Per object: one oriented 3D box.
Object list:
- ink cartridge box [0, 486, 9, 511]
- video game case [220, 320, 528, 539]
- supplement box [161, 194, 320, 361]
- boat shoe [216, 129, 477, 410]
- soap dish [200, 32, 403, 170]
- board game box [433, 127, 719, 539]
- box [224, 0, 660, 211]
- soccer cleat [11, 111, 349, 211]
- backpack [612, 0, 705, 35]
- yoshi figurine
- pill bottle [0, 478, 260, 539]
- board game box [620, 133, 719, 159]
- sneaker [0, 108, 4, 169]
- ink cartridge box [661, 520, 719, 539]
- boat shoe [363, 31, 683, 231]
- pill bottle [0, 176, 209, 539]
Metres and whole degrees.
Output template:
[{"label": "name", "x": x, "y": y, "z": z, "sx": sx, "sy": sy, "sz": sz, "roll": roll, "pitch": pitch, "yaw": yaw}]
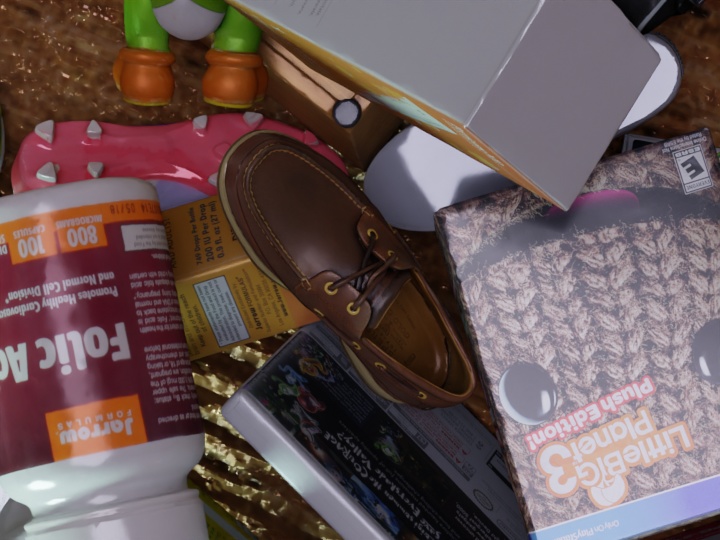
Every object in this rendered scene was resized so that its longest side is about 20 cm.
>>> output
[{"label": "ink cartridge box", "x": -0.264, "y": 0.056, "z": 1.453, "sx": 0.199, "sy": 0.047, "sz": 0.199, "roll": 16, "pitch": 94, "yaw": -1}, {"label": "video game case", "x": 0.026, "y": 0.113, "z": 1.365, "sx": 0.200, "sy": 0.182, "sz": 0.023, "roll": 46, "pitch": 116, "yaw": 0}, {"label": "supplement box", "x": -0.123, "y": 0.014, "z": 1.381, "sx": 0.199, "sy": 0.067, "sz": 0.069, "roll": -19, "pitch": 133, "yaw": 4}, {"label": "boat shoe", "x": 0.000, "y": 0.001, "z": 1.317, "sx": 0.072, "sy": 0.067, "sz": 0.200, "roll": -47, "pitch": 119, "yaw": -15}, {"label": "soap dish", "x": -0.029, "y": -0.181, "z": 1.397, "sx": 0.200, "sy": 0.081, "sz": 0.158, "roll": 38, "pitch": 96, "yaw": 1}, {"label": "board game box", "x": 0.143, "y": 0.045, "z": 1.324, "sx": 0.158, "sy": 0.097, "sz": 0.201, "roll": -18, "pitch": 83, "yaw": 2}, {"label": "box", "x": 0.034, "y": -0.131, "z": 1.245, "sx": 0.199, "sy": 0.124, "sz": 0.098, "roll": 31, "pitch": 89, "yaw": 35}, {"label": "soccer cleat", "x": -0.107, "y": -0.053, "z": 1.428, "sx": 0.198, "sy": 0.077, "sz": 0.067, "roll": 1, "pitch": 66, "yaw": -11}, {"label": "backpack", "x": 0.161, "y": -0.218, "z": 1.320, "sx": 0.150, "sy": 0.200, "sz": 0.178, "roll": 41, "pitch": 97, "yaw": 5}, {"label": "yoshi figurine", "x": -0.091, "y": -0.197, "z": 1.328, "sx": 0.112, "sy": 0.112, "sz": 0.201, "roll": 20, "pitch": 115, "yaw": 43}, {"label": "pill bottle", "x": -0.111, "y": 0.186, "z": 1.401, "sx": 0.200, "sy": 0.112, "sz": 0.112, "roll": 42, "pitch": 96, "yaw": -15}, {"label": "board game box", "x": 0.241, "y": 0.000, "z": 1.395, "sx": 0.198, "sy": 0.035, "sz": 0.127, "roll": 10, "pitch": 79, "yaw": 4}, {"label": "sneaker", "x": -0.246, "y": -0.059, "z": 1.389, "sx": 0.073, "sy": 0.081, "sz": 0.201, "roll": 5, "pitch": 56, "yaw": -6}, {"label": "ink cartridge box", "x": 0.214, "y": 0.229, "z": 1.344, "sx": 0.084, "sy": 0.200, "sz": 0.146, "roll": -19, "pitch": 92, "yaw": 6}, {"label": "boat shoe", "x": 0.097, "y": -0.080, "z": 1.405, "sx": 0.199, "sy": 0.057, "sz": 0.069, "roll": -25, "pitch": 93, "yaw": 6}, {"label": "pill bottle", "x": -0.145, "y": 0.060, "z": 1.280, "sx": 0.113, "sy": 0.114, "sz": 0.201, "roll": -12, "pitch": 85, "yaw": 6}]
